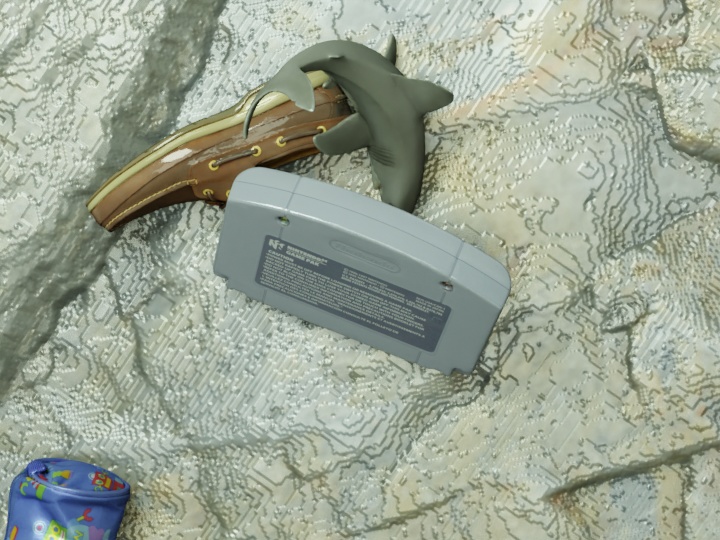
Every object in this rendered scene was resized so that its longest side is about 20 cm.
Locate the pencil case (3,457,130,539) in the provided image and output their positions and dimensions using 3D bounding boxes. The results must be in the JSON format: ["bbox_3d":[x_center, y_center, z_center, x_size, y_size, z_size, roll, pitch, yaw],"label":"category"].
[{"bbox_3d":[-0.229,0.232,1.451,0.087,0.078,0.200,16,94,-20],"label":"pencil case"}]

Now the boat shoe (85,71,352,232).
[{"bbox_3d":[-0.096,-0.075,1.424,0.200,0.072,0.068,-28,90,3],"label":"boat shoe"}]

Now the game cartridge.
[{"bbox_3d":[0.000,0.000,1.398,0.200,0.133,0.041,22,62,1],"label":"game cartridge"}]

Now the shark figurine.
[{"bbox_3d":[0.012,-0.118,1.361,0.089,0.214,0.128,8,77,31],"label":"shark figurine"}]
